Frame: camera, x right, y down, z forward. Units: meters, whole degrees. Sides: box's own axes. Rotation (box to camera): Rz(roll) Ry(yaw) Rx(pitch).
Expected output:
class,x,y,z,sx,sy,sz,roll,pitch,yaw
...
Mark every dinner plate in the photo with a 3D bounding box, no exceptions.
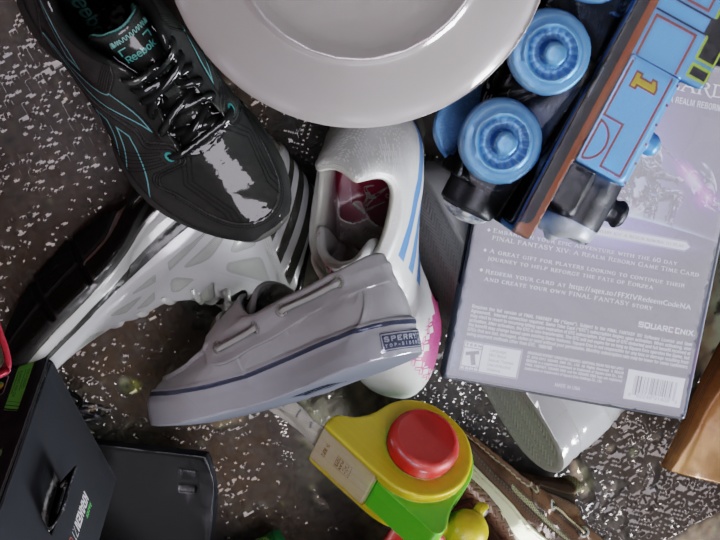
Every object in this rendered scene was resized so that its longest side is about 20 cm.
class,x,y,z,sx,sy,sz,roll,pitch,yaw
dinner plate,-0.001,-0.172,1.350,0.199,0.024,0.201,0,97,-3

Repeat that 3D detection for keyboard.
class,x,y,z,sx,sy,sz,roll,pitch,yaw
keyboard,-0.179,0.108,1.533,0.199,0.040,0.105,7,118,-4

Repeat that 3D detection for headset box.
class,x,y,z,sx,sy,sz,roll,pitch,yaw
headset box,-0.237,0.150,1.429,0.199,0.174,0.093,-16,119,17

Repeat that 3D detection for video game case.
class,x,y,z,sx,sy,sz,roll,pitch,yaw
video game case,0.132,-0.026,1.498,0.142,0.019,0.201,10,96,-8

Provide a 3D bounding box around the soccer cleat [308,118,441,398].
class,x,y,z,sx,sy,sz,roll,pitch,yaw
soccer cleat,0.000,0.000,1.499,0.070,0.086,0.201,11,126,22

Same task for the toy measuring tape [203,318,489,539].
class,x,y,z,sx,sy,sz,roll,pitch,yaw
toy measuring tape,0.001,0.086,1.540,0.200,0.074,0.074,41,99,12

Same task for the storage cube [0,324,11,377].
class,x,y,z,sx,sy,sz,roll,pitch,yaw
storage cube,-0.294,-0.026,1.368,0.170,0.180,0.201,-21,117,-6

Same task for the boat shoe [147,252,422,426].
class,x,y,z,sx,sy,sz,roll,pitch,yaw
boat shoe,-0.046,0.039,1.466,0.073,0.199,0.066,-5,79,-50

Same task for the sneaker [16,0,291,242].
class,x,y,z,sx,sy,sz,roll,pitch,yaw
sneaker,-0.112,-0.094,1.409,0.075,0.079,0.200,-43,93,-7

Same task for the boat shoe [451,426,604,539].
class,x,y,z,sx,sy,sz,roll,pitch,yaw
boat shoe,0.102,0.152,1.628,0.203,0.075,0.075,50,60,-21

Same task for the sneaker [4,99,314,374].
class,x,y,z,sx,sy,sz,roll,pitch,yaw
sneaker,-0.101,0.012,1.496,0.201,0.076,0.115,-45,115,3

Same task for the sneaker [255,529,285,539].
class,x,y,z,sx,sy,sz,roll,pitch,yaw
sneaker,-0.075,0.191,1.587,0.199,0.074,0.084,9,102,-27

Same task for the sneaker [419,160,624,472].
class,x,y,z,sx,sy,sz,roll,pitch,yaw
sneaker,0.106,0.003,1.565,0.115,0.074,0.201,-35,107,-22

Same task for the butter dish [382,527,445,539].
class,x,y,z,sx,sy,sz,roll,pitch,yaw
butter dish,0.058,0.276,1.563,0.200,0.147,0.200,-57,141,-19

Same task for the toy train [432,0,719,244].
class,x,y,z,sx,sy,sz,roll,pitch,yaw
toy train,0.122,-0.105,1.437,0.114,0.087,0.201,26,94,-15

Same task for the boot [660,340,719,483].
class,x,y,z,sx,sy,sz,roll,pitch,yaw
boot,0.218,0.024,1.578,0.188,0.068,0.201,22,93,-41
